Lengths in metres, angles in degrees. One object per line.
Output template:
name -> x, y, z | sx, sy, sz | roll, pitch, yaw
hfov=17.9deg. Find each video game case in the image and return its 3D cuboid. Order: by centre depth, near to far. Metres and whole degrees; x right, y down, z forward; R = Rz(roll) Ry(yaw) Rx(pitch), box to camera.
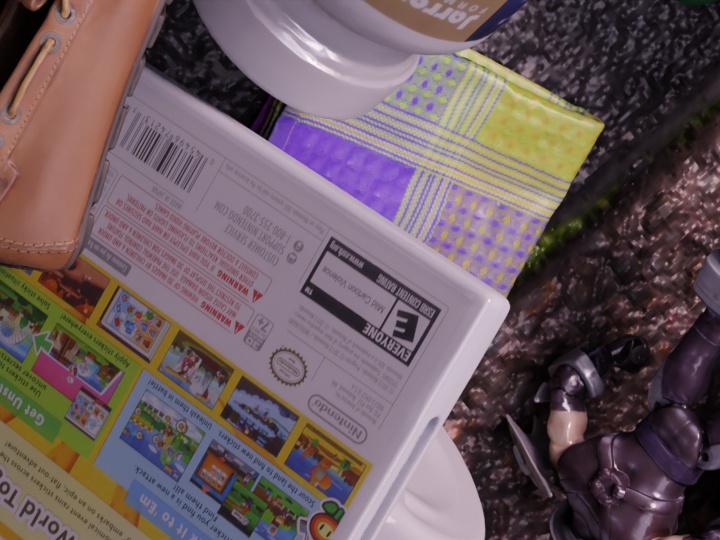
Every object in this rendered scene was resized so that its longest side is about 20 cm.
video game case -> -0.068, 0.039, 0.829 | 0.182, 0.200, 0.023 | -60, 153, 7

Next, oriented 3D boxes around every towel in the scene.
towel -> 0.000, 0.000, 0.928 | 0.143, 0.023, 0.200 | 24, 101, -27

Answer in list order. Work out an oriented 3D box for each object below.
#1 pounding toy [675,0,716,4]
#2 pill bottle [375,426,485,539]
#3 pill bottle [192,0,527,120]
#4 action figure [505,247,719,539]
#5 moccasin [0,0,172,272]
pounding toy -> 0.182, -0.151, 0.869 | 0.184, 0.142, 0.200 | 34, 95, -28
pill bottle -> -0.060, 0.121, 0.887 | 0.200, 0.111, 0.111 | -39, 121, 17
pill bottle -> 0.032, -0.147, 0.790 | 0.116, 0.116, 0.200 | 25, 132, -28
action figure -> 0.139, 0.063, 0.940 | 0.200, 0.130, 0.069 | -52, 162, 29
moccasin -> -0.112, -0.102, 0.812 | 0.078, 0.074, 0.202 | 17, 99, -24
